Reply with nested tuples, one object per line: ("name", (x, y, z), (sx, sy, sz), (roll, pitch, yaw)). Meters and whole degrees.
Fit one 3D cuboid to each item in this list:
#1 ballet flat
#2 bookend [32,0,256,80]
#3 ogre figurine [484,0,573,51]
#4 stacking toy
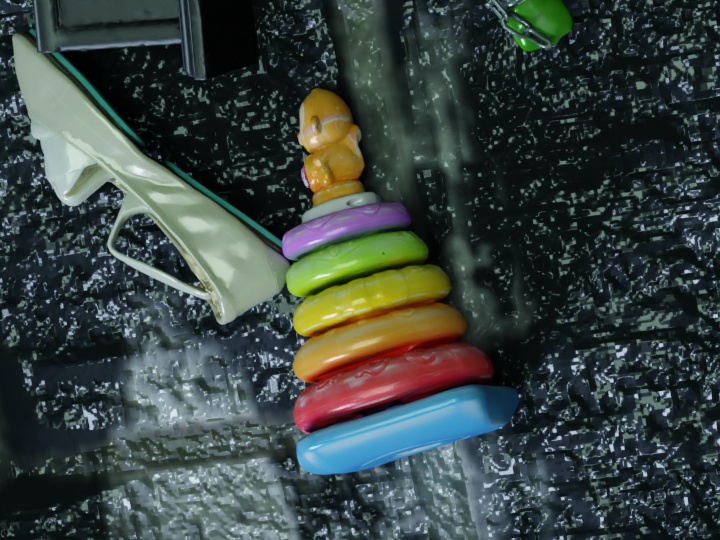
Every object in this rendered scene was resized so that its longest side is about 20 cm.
("ballet flat", (-0.126, -0.046, 1.572), (0.200, 0.069, 0.069), (41, 107, 6))
("bookend", (-0.169, -0.199, 1.548), (0.200, 0.092, 0.199), (-1, 99, 16))
("ogre figurine", (0.098, -0.221, 1.479), (0.120, 0.098, 0.200), (28, 121, -10))
("stacking toy", (0.000, 0.000, 1.544), (0.110, 0.116, 0.200), (-17, 83, 14))
